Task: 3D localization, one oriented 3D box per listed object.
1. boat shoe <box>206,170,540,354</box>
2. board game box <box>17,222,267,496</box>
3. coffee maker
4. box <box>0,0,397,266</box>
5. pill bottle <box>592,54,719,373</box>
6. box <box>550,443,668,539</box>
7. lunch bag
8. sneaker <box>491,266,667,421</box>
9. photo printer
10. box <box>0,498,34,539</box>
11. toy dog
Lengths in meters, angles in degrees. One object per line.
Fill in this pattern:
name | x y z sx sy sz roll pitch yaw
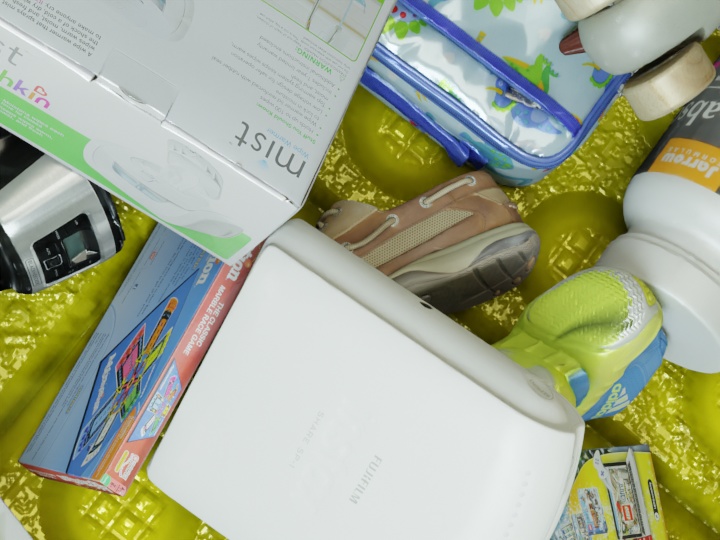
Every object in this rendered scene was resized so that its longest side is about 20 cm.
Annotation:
boat shoe | 0.000 0.000 1.251 0.199 0.076 0.072 -19 69 -15
board game box | -0.107 0.026 1.202 0.019 0.103 0.201 37 72 -27
coffee maker | -0.253 -0.035 1.166 0.200 0.135 0.192 -37 87 -17
box | -0.097 -0.134 1.125 0.199 0.097 0.177 31 61 -14
pill bottle | 0.223 -0.048 1.282 0.116 0.116 0.200 38 73 -2
box | 0.126 0.198 1.211 0.136 0.038 0.201 2 74 -50
lunch bag | 0.067 -0.155 1.291 0.200 0.082 0.161 38 76 -1
sneaker | 0.089 0.076 1.247 0.199 0.105 0.076 -29 60 16
photo printer | 0.007 0.094 1.148 0.200 0.069 0.167 34 111 12
box | -0.190 0.140 1.139 0.039 0.041 0.200 -41 121 -16
toy dog | 0.181 -0.162 1.230 0.199 0.096 0.133 -19 98 -26
